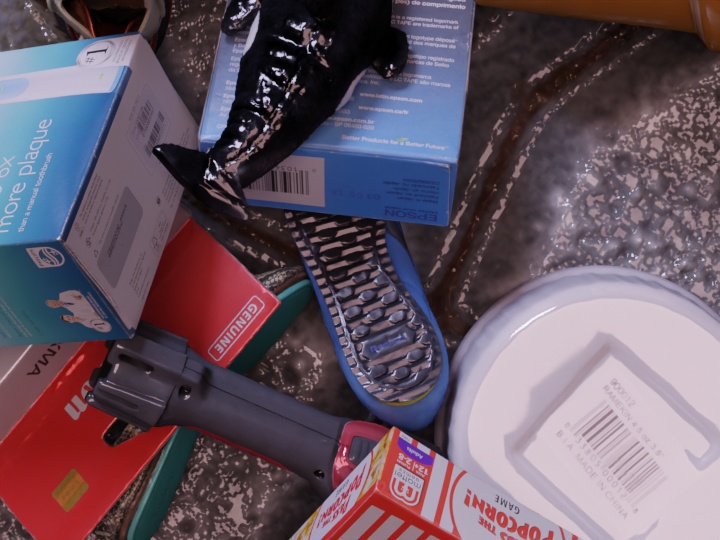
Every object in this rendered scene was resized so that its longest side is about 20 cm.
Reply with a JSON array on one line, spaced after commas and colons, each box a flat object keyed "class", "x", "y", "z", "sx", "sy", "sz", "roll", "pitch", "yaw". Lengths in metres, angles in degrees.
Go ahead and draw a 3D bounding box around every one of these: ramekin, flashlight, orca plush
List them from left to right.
[{"class": "flashlight", "x": -0.051, "y": 0.090, "z": 0.932, "sx": 0.198, "sy": 0.068, "sz": 0.068, "roll": 24, "pitch": 102, "yaw": -12}, {"class": "orca plush", "x": -0.040, "y": -0.128, "z": 0.904, "sx": 0.105, "sy": 0.071, "sz": 0.200, "roll": 34, "pitch": 64, "yaw": 20}, {"class": "ramekin", "x": 0.139, "y": 0.097, "z": 0.966, "sx": 0.198, "sy": 0.098, "sz": 0.203, "roll": 0, "pitch": 89, "yaw": 4}]

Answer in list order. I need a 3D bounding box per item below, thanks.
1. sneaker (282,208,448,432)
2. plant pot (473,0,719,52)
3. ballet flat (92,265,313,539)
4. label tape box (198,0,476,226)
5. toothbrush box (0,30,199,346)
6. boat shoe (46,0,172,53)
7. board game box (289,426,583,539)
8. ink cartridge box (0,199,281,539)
[{"class": "sneaker", "x": 0.000, "y": 0.000, "z": 0.998, "sx": 0.065, "sy": 0.079, "sz": 0.202, "roll": -18, "pitch": 68, "yaw": -2}, {"class": "plant pot", "x": 0.147, "y": -0.216, "z": 0.932, "sx": 0.181, "sy": 0.200, "sz": 0.203, "roll": -2, "pitch": 89, "yaw": 15}, {"class": "ballet flat", "x": -0.110, "y": 0.066, "z": 1.002, "sx": 0.075, "sy": 0.068, "sz": 0.201, "roll": 35, "pitch": 93, "yaw": 19}, {"class": "label tape box", "x": -0.006, "y": -0.130, "z": 0.985, "sx": 0.142, "sy": 0.064, "sz": 0.202, "roll": 6, "pitch": 57, "yaw": 4}, {"class": "toothbrush box", "x": -0.203, "y": -0.039, "z": 0.924, "sx": 0.198, "sy": 0.086, "sz": 0.148, "roll": -4, "pitch": 50, "yaw": 25}, {"class": "boat shoe", "x": -0.138, "y": -0.152, "z": 0.936, "sx": 0.070, "sy": 0.200, "sz": 0.063, "roll": 0, "pitch": 68, "yaw": -6}, {"class": "board game box", "x": 0.027, "y": 0.187, "z": 0.923, "sx": 0.151, "sy": 0.047, "sz": 0.200, "roll": 30, "pitch": 131, "yaw": -10}, {"class": "ink cartridge box", "x": -0.169, "y": 0.035, "z": 0.978, "sx": 0.176, "sy": 0.045, "sz": 0.200, "roll": 41, "pitch": 92, "yaw": 31}]
